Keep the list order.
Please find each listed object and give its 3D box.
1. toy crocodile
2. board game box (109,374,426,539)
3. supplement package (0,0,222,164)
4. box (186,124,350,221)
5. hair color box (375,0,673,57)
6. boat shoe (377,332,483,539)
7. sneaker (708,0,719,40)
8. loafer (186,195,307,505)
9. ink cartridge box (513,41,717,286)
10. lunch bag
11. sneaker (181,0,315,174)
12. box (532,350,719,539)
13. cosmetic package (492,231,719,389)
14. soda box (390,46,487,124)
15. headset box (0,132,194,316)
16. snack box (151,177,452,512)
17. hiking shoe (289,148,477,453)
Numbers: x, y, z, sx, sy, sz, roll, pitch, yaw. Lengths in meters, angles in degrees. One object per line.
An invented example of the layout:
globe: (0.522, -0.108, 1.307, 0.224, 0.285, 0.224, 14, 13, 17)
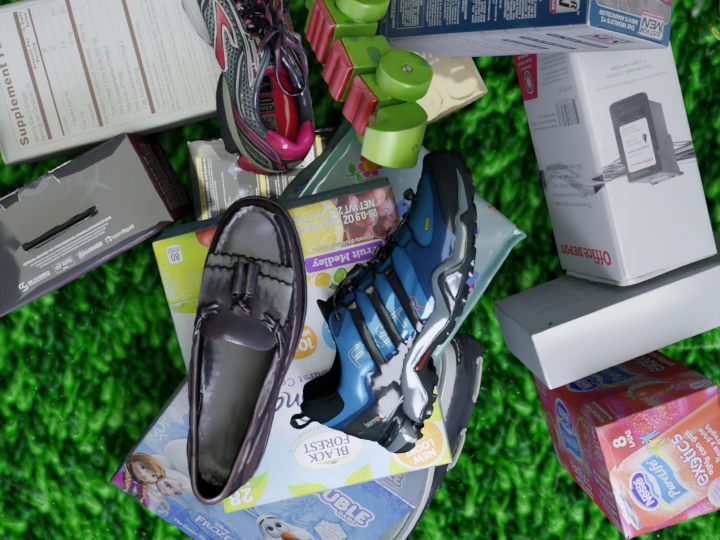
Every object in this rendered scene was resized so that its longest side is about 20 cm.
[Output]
toy crocodile: (-0.002, -0.146, 0.754, 0.061, 0.068, 0.201, -6, 53, -26)
board game box: (-0.081, 0.170, 0.880, 0.200, 0.043, 0.199, 35, 129, -6)
supplement package: (-0.190, -0.165, 0.856, 0.199, 0.117, 0.118, -14, 99, -2)
box: (-0.057, -0.018, 0.915, 0.160, 0.049, 0.201, -7, 97, -5)
hair color box: (0.109, -0.189, 0.761, 0.100, 0.199, 0.061, -1, 97, -44)
boat shoe: (0.059, 0.148, 0.930, 0.060, 0.076, 0.201, 0, 116, -42)
sneaker: (0.396, -0.232, 0.926, 0.199, 0.072, 0.083, -5, 120, -2)
loafer: (-0.076, 0.054, 0.690, 0.071, 0.063, 0.201, 10, 101, 1)
ink cartridge box: (0.202, -0.099, 0.874, 0.083, 0.145, 0.201, -16, 97, -7)
lunch bag: (0.000, 0.000, 0.838, 0.170, 0.122, 0.200, 38, 84, -10)
sneaker: (-0.073, -0.171, 0.773, 0.080, 0.075, 0.201, -20, 99, -24)
box: (0.218, 0.127, 0.871, 0.099, 0.200, 0.096, -18, 98, -2)
cosmetic package: (0.222, 0.026, 0.887, 0.199, 0.151, 0.052, -20, 97, -1)
soda box: (0.029, -0.220, 0.892, 0.067, 0.064, 0.201, -27, 96, -1)
headset box: (-0.215, -0.039, 0.826, 0.148, 0.200, 0.075, -29, 97, -1)
snack box: (-0.037, 0.052, 0.756, 0.168, 0.068, 0.201, -14, 101, 2)
hiking shoe: (0.018, 0.018, 0.680, 0.086, 0.074, 0.201, 13, 98, -7)
